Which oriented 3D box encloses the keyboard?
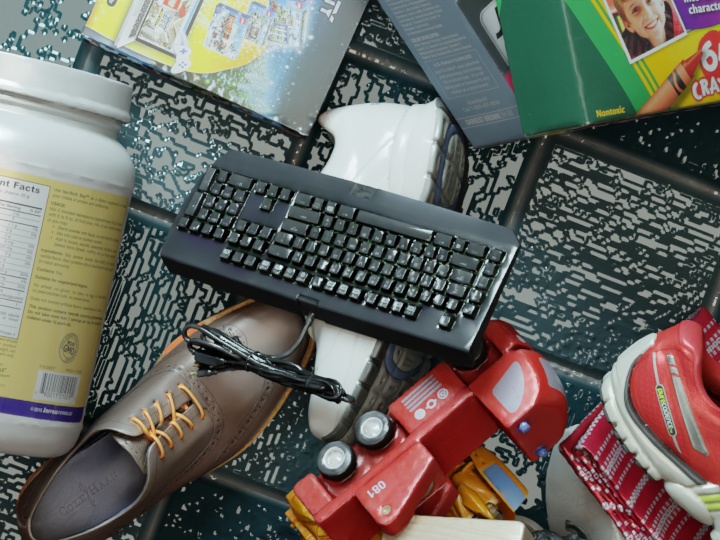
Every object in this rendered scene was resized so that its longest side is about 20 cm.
[{"bbox_3d":[-0.023,0.010,1.356,0.200,0.021,0.127,16,77,31],"label":"keyboard"}]

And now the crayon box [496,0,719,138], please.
[{"bbox_3d":[0.160,-0.170,1.372,0.200,0.058,0.173,-12,92,-37],"label":"crayon box"}]

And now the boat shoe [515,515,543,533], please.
[{"bbox_3d":[0.090,0.235,1.404,0.074,0.060,0.200,-7,91,24],"label":"boat shoe"}]

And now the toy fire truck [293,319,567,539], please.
[{"bbox_3d":[0.041,0.133,1.324,0.200,0.049,0.141,-40,53,-2],"label":"toy fire truck"}]

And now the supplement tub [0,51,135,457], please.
[{"bbox_3d":[-0.200,-0.012,1.355,0.145,0.145,0.200,12,89,-3],"label":"supplement tub"}]

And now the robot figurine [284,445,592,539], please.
[{"bbox_3d":[0.052,0.166,1.366,0.145,0.058,0.200,-42,54,-2],"label":"robot figurine"}]

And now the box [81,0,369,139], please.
[{"bbox_3d":[-0.051,-0.190,1.416,0.137,0.038,0.200,25,88,-4],"label":"box"}]

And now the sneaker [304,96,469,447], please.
[{"bbox_3d":[0.000,0.000,1.401,0.087,0.075,0.200,7,71,21],"label":"sneaker"}]

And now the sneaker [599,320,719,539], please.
[{"bbox_3d":[0.215,0.107,1.340,0.200,0.077,0.085,42,116,-9],"label":"sneaker"}]

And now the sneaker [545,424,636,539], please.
[{"bbox_3d":[0.171,0.172,1.422,0.088,0.075,0.200,-20,88,-23],"label":"sneaker"}]

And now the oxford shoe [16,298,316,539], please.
[{"bbox_3d":[-0.102,0.087,1.396,0.200,0.073,0.071,-43,92,-3],"label":"oxford shoe"}]

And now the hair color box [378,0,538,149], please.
[{"bbox_3d":[0.055,-0.176,1.370,0.099,0.061,0.200,-45,110,-30],"label":"hair color box"}]

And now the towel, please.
[{"bbox_3d":[0.211,0.133,1.404,0.200,0.022,0.145,52,53,-3],"label":"towel"}]
